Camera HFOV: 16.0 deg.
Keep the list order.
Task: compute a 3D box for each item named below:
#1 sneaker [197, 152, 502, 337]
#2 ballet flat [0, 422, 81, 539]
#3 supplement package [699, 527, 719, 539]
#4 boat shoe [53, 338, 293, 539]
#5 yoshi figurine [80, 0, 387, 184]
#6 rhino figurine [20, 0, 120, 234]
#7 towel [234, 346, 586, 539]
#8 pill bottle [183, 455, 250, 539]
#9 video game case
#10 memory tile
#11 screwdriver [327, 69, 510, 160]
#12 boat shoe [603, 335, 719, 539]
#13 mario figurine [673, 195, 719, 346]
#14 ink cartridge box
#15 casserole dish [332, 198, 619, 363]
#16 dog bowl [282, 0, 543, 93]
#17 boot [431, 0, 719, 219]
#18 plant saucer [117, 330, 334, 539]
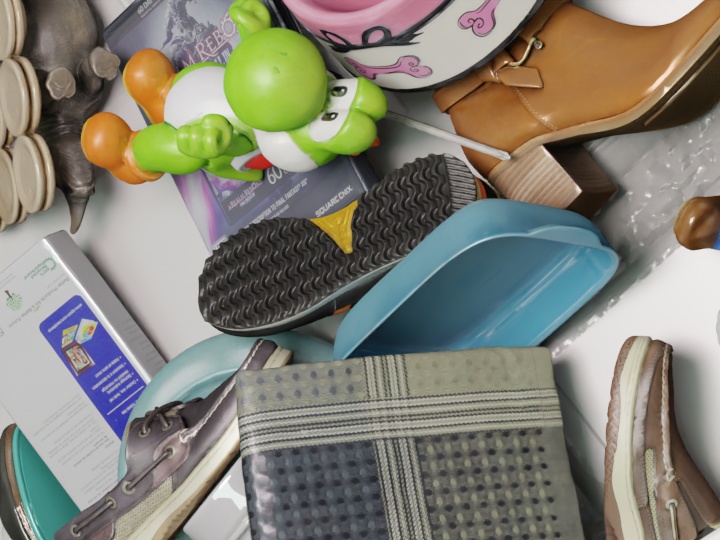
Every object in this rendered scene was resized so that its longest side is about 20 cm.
[{"bbox_3d":[0.000,0.000,1.542,0.200,0.090,0.070,-23,59,23],"label":"sneaker"},{"bbox_3d":[-0.193,0.196,1.665,0.068,0.068,0.200,-40,73,30],"label":"ballet flat"},{"bbox_3d":[0.262,0.169,1.362,0.121,0.200,0.120,-35,76,22],"label":"supplement package"},{"bbox_3d":[-0.116,0.114,1.556,0.065,0.072,0.200,39,110,2],"label":"boat shoe"},{"bbox_3d":[-0.078,-0.105,1.521,0.200,0.112,0.113,0,97,40],"label":"yoshi figurine"},{"bbox_3d":[-0.193,-0.123,1.655,0.087,0.060,0.200,-9,87,64],"label":"rhino figurine"},{"bbox_3d":[0.033,0.141,1.467,0.200,0.035,0.193,-4,69,-15],"label":"towel"},{"bbox_3d":[-0.003,0.185,1.514,0.200,0.111,0.111,40,108,0],"label":"pill bottle"},{"bbox_3d":[-0.077,-0.101,1.606,0.143,0.019,0.200,-37,75,40],"label":"video game case"},{"bbox_3d":[-0.238,-0.128,1.660,0.153,0.017,0.200,-18,82,65],"label":"memory tile"},{"bbox_3d":[0.014,-0.094,1.546,0.200,0.029,0.028,26,115,45],"label":"screwdriver"},{"bbox_3d":[0.181,0.139,1.481,0.075,0.075,0.203,2,98,13],"label":"boat shoe"},{"bbox_3d":[0.264,-0.001,1.407,0.200,0.106,0.124,38,141,29],"label":"mario figurine"},{"bbox_3d":[-0.172,0.082,1.652,0.099,0.039,0.200,-37,86,20],"label":"ink cartridge box"},{"bbox_3d":[0.062,0.016,1.496,0.200,0.121,0.039,-45,49,40],"label":"casserole dish"},{"bbox_3d":[0.027,-0.210,1.505,0.200,0.074,0.200,-17,64,38],"label":"dog bowl"},{"bbox_3d":[0.126,-0.135,1.498,0.200,0.074,0.155,-43,69,18],"label":"boot"},{"bbox_3d":[-0.061,0.136,1.594,0.200,0.027,0.201,1,96,14],"label":"plant saucer"}]
